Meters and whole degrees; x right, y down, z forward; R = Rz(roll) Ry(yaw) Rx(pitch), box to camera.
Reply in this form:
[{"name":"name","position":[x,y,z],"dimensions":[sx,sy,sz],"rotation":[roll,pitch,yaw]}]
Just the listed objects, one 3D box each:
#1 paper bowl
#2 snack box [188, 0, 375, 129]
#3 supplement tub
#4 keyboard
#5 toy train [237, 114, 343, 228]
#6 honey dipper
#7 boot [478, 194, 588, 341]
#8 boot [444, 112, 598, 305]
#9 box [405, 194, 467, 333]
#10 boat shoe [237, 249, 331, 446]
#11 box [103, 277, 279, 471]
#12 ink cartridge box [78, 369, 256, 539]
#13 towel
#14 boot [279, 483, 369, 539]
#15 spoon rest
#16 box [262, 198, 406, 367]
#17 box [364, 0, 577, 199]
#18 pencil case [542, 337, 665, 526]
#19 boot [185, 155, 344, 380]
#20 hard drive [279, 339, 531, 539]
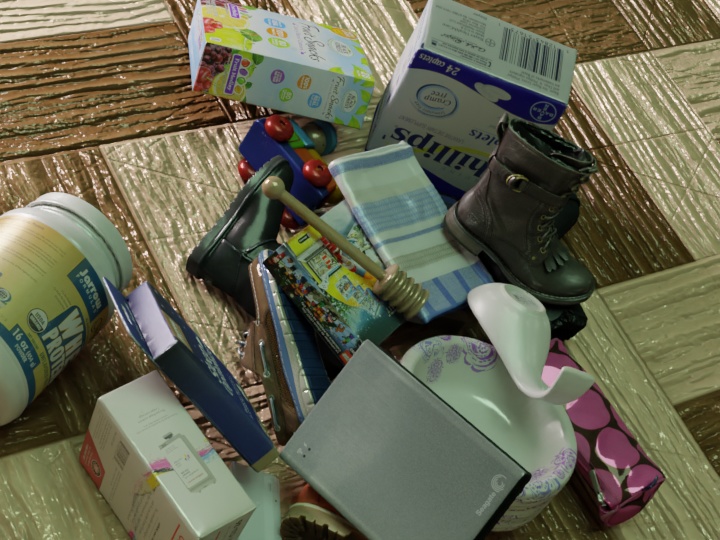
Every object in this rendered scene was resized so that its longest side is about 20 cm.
[{"name":"paper bowl","position":[0.105,0.169,1.418],"dimensions":[0.200,0.104,0.201],"rotation":[20,39,-17]},{"name":"snack box","position":[-0.095,-0.244,1.660],"dimensions":[0.199,0.068,0.169],"rotation":[12,27,-16]},{"name":"supplement tub","position":[-0.319,0.032,1.333],"dimensions":[0.145,0.145,0.200],"rotation":[34,49,5]},{"name":"keyboard","position":[-0.095,0.271,1.319],"dimensions":[0.056,0.011,0.200],"rotation":[22,45,-31]},{"name":"toy train","position":[-0.036,-0.090,1.600],"dimensions":[0.116,0.085,0.200],"rotation":[-19,63,-49]},{"name":"honey dipper","position":[-0.016,-0.027,1.412],"dimensions":[0.200,0.038,0.038],"rotation":[40,47,-13]},{"name":"boot","position":[0.209,0.000,1.631],"dimensions":[0.200,0.076,0.168],"rotation":[-12,68,-43]},{"name":"boot","position":[0.195,-0.061,1.494],"dimensions":[0.200,0.174,0.069],"rotation":[30,47,-8]},{"name":"box","position":[0.059,-0.028,1.617],"dimensions":[0.121,0.032,0.200],"rotation":[13,49,-13]},{"name":"boat shoe","position":[-0.084,0.079,1.423],"dimensions":[0.072,0.072,0.200],"rotation":[20,50,-62]},{"name":"box","position":[-0.155,0.087,1.317],"dimensions":[0.032,0.200,0.121],"rotation":[-39,34,0]},{"name":"ink cartridge box","position":[-0.165,0.205,1.282],"dimensions":[0.067,0.117,0.200],"rotation":[-25,67,-35]},{"name":"towel","position":[0.057,-0.045,1.520],"dimensions":[0.147,0.024,0.200],"rotation":[-18,74,-53]},{"name":"boot","position":[0.034,0.249,1.364],"dimensions":[0.200,0.075,0.107],"rotation":[29,44,2]},{"name":"spoon rest","position":[0.169,0.075,1.454],"dimensions":[0.099,0.061,0.200],"rotation":[20,20,-26]},{"name":"box","position":[0.000,0.000,1.470],"dimensions":[0.137,0.038,0.200],"rotation":[52,35,0]},{"name":"box","position":[0.123,-0.189,1.656],"dimensions":[0.184,0.200,0.105],"rotation":[20,49,-7]},{"name":"pencil case","position":[0.230,0.168,1.499],"dimensions":[0.094,0.091,0.200],"rotation":[-18,60,-37]},{"name":"boot","position":[-0.057,-0.005,1.507],"dimensions":[0.200,0.066,0.165],"rotation":[34,75,10]},{"name":"hard drive","position":[0.039,0.178,1.305],"dimensions":[0.200,0.140,0.033],"rotation":[39,5,25]}]
